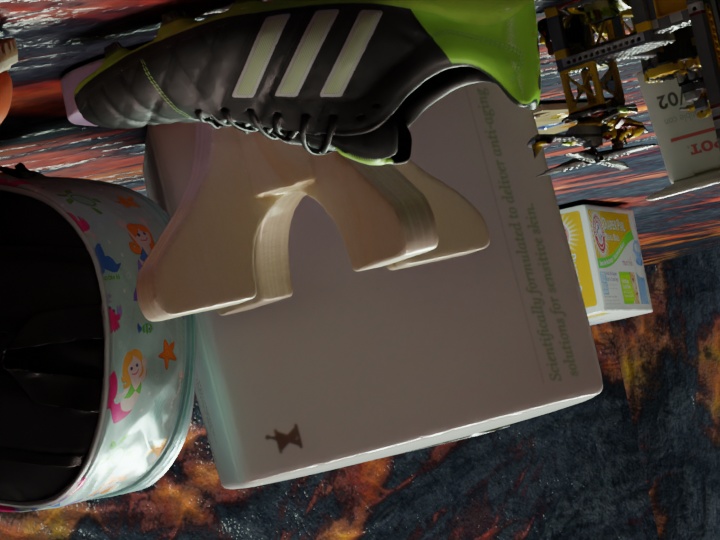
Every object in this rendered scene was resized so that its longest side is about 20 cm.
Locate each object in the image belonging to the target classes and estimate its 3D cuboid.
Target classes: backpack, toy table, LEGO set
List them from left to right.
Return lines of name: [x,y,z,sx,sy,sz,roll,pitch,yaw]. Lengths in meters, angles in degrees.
backpack: [-0.172,0.034,1.366,0.200,0.178,0.151,3,-176,39]
toy table: [-0.034,-0.049,1.270,0.200,0.117,0.184,-12,176,-21]
LEGO set: [0.187,-0.092,1.323,0.200,0.116,0.154,-15,176,33]

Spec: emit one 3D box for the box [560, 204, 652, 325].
box: [0.211,-0.002,2.723,0.101,0.113,0.200,-12,176,19]

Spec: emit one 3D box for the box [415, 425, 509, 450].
box: [-0.003,0.021,1.739,0.160,0.200,0.044,-14,177,33]

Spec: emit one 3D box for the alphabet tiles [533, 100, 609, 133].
alphabet tiles: [0.068,-0.087,1.843,0.200,0.006,0.166,-15,175,37]

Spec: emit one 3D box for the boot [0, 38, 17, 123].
boot: [-0.175,-0.034,1.108,0.075,0.107,0.200,-9,174,-19]

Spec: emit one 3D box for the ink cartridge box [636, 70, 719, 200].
ink cartridge box: [0.230,-0.101,1.475,0.115,0.068,0.200,-16,-174,33]

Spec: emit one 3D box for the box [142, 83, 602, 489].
box: [0.000,0.000,1.456,0.200,0.199,0.171,-14,176,-6]

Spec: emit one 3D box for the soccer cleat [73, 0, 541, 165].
soccer cleat: [-0.023,-0.078,1.132,0.200,0.081,0.068,-13,176,13]
